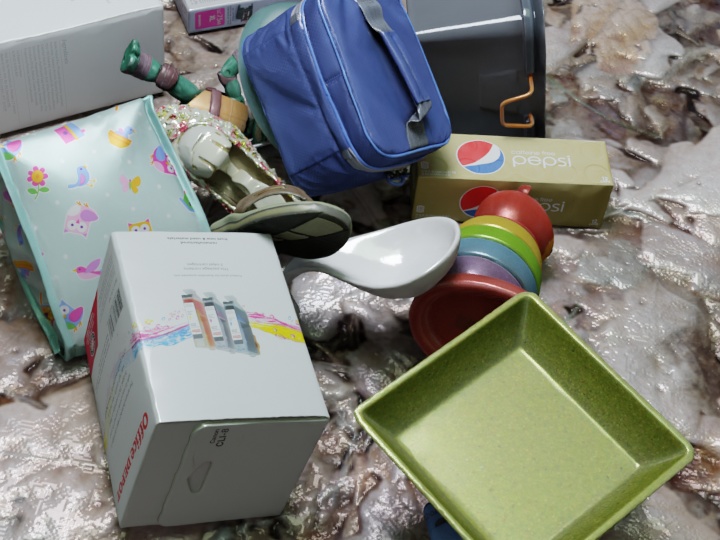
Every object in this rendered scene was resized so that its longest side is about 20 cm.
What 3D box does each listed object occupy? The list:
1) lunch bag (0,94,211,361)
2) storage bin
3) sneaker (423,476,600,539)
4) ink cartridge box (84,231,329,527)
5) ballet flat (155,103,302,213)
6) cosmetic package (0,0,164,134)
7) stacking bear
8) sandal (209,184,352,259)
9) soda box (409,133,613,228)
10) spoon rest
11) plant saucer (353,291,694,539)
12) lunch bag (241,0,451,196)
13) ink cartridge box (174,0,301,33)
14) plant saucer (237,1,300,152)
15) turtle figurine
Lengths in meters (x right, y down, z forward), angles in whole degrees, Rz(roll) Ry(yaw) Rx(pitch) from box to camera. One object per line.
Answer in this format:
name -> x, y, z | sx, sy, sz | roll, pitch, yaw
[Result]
lunch bag -> -0.235, -0.035, 1.236 | 0.170, 0.122, 0.201 | -23, 90, -25
storage bin -> 0.119, -0.206, 1.392 | 0.134, 0.200, 0.146 | -6, 49, 3
sneaker -> 0.144, 0.180, 1.121 | 0.199, 0.066, 0.079 | -23, 66, -22
ink cartridge box -> -0.133, 0.088, 1.108 | 0.144, 0.146, 0.200 | 1, 48, -24
ballet flat -> -0.119, -0.093, 1.291 | 0.200, 0.064, 0.076 | 37, 86, -6
cosmetic package -> -0.334, -0.270, 1.432 | 0.199, 0.123, 0.200 | -19, 53, -20
stacking bear -> 0.126, -0.002, 1.265 | 0.113, 0.122, 0.200 | 24, 41, 6
sandal -> -0.078, -0.048, 1.201 | 0.080, 0.201, 0.058 | 25, 76, -29
soda box -> 0.151, -0.092, 1.369 | 0.199, 0.064, 0.068 | 2, 48, -4
spoon rest -> 0.000, 0.000, 1.199 | 0.199, 0.061, 0.100 | -20, 29, 29
plant saucer -> 0.128, 0.141, 1.082 | 0.200, 0.048, 0.200 | -33, 64, -24
lunch bag -> -0.005, -0.170, 1.285 | 0.136, 0.132, 0.201 | -20, 85, -47
ink cartridge box -> -0.122, -0.341, 1.575 | 0.199, 0.042, 0.120 | -15, 52, -15
plant saucer -> -0.038, -0.188, 1.378 | 0.200, 0.027, 0.201 | 22, 57, -37
turtle figurine -> -0.149, -0.161, 1.373 | 0.199, 0.101, 0.150 | 11, 64, -21
